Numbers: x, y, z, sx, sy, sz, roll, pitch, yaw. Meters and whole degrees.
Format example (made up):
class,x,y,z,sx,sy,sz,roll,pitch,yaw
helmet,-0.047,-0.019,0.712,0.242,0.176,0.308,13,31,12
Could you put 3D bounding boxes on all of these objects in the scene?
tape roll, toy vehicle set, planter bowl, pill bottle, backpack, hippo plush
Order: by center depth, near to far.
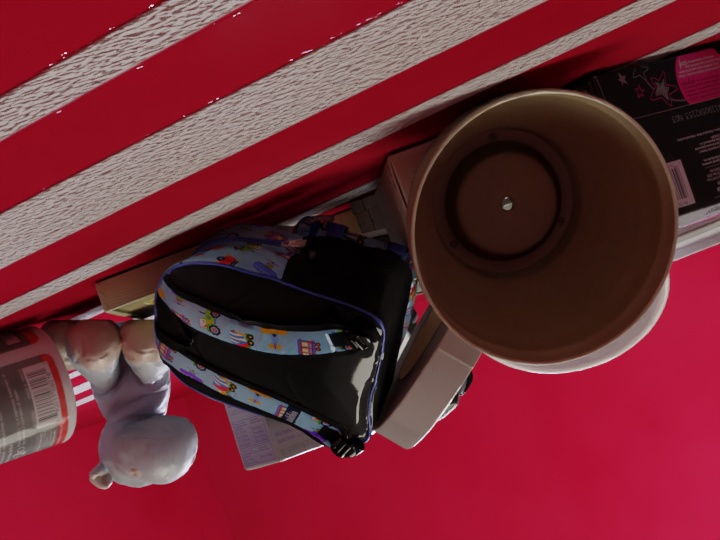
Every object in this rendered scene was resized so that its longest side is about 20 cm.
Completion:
class,x,y,z,sx,sy,sz,roll,pitch,yaw
planter bowl,0.122,-0.043,1.373,0.199,0.201,0.135,-20,-165,-6
backpack,-0.066,0.039,1.524,0.183,0.199,0.135,97,13,-45
tape roll,0.074,0.058,1.563,0.203,0.037,0.203,-59,-176,6
pill bottle,-0.369,0.131,1.654,0.199,0.114,0.114,-18,175,-29
toy vehicle set,-0.162,0.008,1.661,0.124,0.027,0.200,-20,176,1
hippo plush,-0.231,0.129,1.747,0.159,0.162,0.200,2,177,-34

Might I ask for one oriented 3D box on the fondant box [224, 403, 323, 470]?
class,x,y,z,sx,sy,sz,roll,pitch,yaw
fondant box,-0.078,0.085,1.848,0.144,0.201,0.058,-16,176,-45

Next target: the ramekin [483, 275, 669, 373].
class,x,y,z,sx,sy,sz,roll,pitch,yaw
ramekin,0.185,-0.007,1.729,0.200,0.201,0.098,-21,-142,13

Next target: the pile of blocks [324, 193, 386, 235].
class,x,y,z,sx,sy,sz,roll,pitch,yaw
pile of blocks,0.008,-0.029,1.755,0.082,0.062,0.200,-18,176,-23

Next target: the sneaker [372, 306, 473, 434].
class,x,y,z,sx,sy,sz,roll,pitch,yaw
sneaker,0.059,0.076,1.808,0.115,0.201,0.075,6,-151,-6

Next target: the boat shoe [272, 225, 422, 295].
class,x,y,z,sx,sy,sz,roll,pitch,yaw
boat shoe,-0.001,0.002,1.650,0.201,0.060,0.072,2,129,-18

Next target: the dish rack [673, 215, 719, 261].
class,x,y,z,sx,sy,sz,roll,pitch,yaw
dish rack,0.286,-0.087,1.816,0.199,0.172,0.043,-23,144,30

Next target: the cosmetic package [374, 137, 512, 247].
class,x,y,z,sx,sy,sz,roll,pitch,yaw
cosmetic package,0.074,-0.064,1.539,0.103,0.073,0.200,-20,176,-6

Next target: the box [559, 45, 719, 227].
class,x,y,z,sx,sy,sz,roll,pitch,yaw
box,0.242,-0.097,1.505,0.199,0.133,0.115,-17,175,-38
